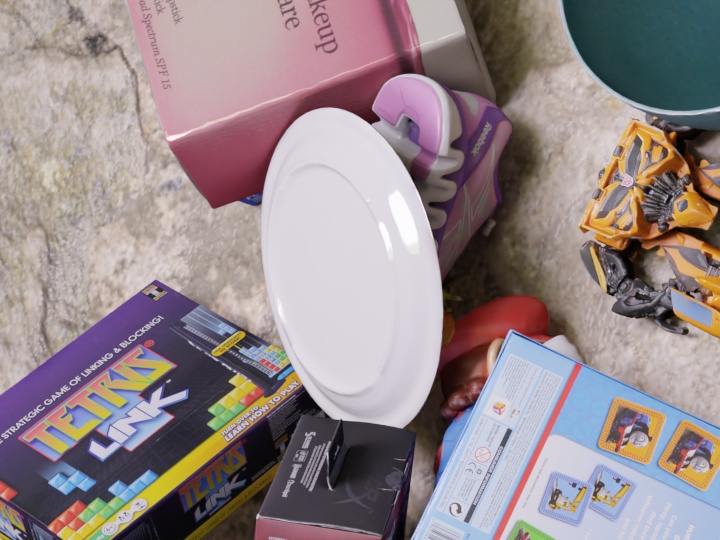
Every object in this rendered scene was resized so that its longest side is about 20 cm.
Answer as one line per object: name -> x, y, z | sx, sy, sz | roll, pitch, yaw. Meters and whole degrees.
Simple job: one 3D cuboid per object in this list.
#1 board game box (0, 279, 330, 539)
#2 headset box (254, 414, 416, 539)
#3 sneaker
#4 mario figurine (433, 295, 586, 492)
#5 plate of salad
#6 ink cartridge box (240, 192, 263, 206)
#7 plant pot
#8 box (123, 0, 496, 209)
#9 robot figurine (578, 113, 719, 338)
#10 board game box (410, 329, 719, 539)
board game box -> -0.144, 0.106, 1.717 | 0.165, 0.057, 0.200 | 27, 54, 37
headset box -> -0.019, 0.186, 1.560 | 0.075, 0.149, 0.200 | 8, 111, 6
sneaker -> 0.044, -0.028, 1.677 | 0.080, 0.088, 0.201 | 36, 121, 38
mario figurine -> 0.091, 0.108, 1.589 | 0.123, 0.106, 0.200 | -8, 58, 35
plate of salad -> 0.000, 0.000, 1.626 | 0.200, 0.048, 0.201 | 27, 122, 53
ink cartridge box -> -0.065, -0.154, 1.813 | 0.094, 0.044, 0.200 | -26, 63, 30
plant pot -> 0.231, -0.161, 1.532 | 0.200, 0.135, 0.201 | -14, 66, 33
box -> -0.032, -0.143, 1.699 | 0.200, 0.109, 0.128 | -20, 65, 5
robot figurine -> 0.211, -0.027, 1.558 | 0.200, 0.058, 0.145 | 26, 90, 39
board game box -> 0.142, 0.143, 1.496 | 0.200, 0.037, 0.152 | 25, 78, 9
